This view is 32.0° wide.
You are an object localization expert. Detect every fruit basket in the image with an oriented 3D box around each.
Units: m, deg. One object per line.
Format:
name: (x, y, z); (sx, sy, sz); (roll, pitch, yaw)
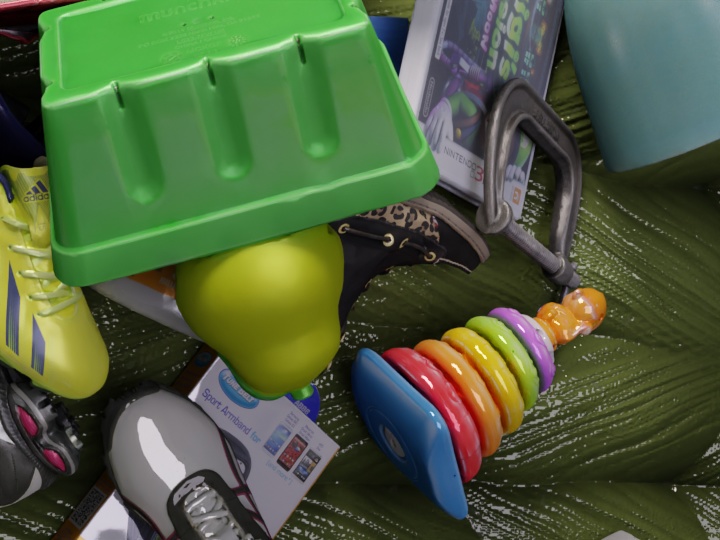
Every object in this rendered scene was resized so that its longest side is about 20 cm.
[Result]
fruit basket: (-0.062, -0.042, 0.660); (0.212, 0.156, 0.218); (-8, 131, -10)

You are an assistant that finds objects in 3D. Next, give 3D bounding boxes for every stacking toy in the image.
stacking toy: (0.100, 0.069, 0.910); (0.199, 0.110, 0.117); (-33, 134, -17)

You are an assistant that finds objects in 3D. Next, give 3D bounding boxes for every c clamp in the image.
c clamp: (0.132, -0.041, 0.942); (0.200, 0.027, 0.173); (39, 63, -53)

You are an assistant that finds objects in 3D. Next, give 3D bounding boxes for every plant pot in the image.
plant pot: (0.243, -0.190, 0.944); (0.199, 0.200, 0.163); (-30, 98, -23)

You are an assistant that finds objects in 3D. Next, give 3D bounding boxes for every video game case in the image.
video game case: (0.090, -0.155, 0.904); (0.181, 0.023, 0.203); (21, 80, -56)

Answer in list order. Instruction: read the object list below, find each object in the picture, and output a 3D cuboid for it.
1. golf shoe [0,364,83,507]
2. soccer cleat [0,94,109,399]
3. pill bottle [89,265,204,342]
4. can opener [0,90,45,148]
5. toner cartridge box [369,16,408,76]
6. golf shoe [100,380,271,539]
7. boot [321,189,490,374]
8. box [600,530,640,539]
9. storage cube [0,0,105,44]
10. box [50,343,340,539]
golf shoe: (-0.249, 0.055, 0.757); (0.087, 0.077, 0.202); (-31, 102, -7)
soccer cleat: (-0.193, -0.020, 0.709); (0.202, 0.083, 0.065); (62, 28, -6)
pill bottle: (-0.081, -0.062, 0.767); (0.115, 0.116, 0.202); (25, 87, -27)
can opener: (-0.174, -0.091, 0.753); (0.199, 0.064, 0.079); (-35, 133, 14)
toner cartridge box: (-0.060, -0.127, 0.862); (0.197, 0.043, 0.097); (-5, 95, -28)
golf shoe: (-0.090, 0.159, 0.792); (0.077, 0.088, 0.202); (-35, 108, -21)
boot: (0.000, 0.000, 0.883); (0.151, 0.073, 0.199); (-55, 146, 5)
box: (0.200, 0.318, 0.947); (0.198, 0.198, 0.132); (-22, 104, -24)
storage cube: (-0.212, -0.223, 0.693); (0.169, 0.179, 0.203); (-13, 101, -25)
box: (-0.103, 0.144, 0.861); (0.119, 0.041, 0.201); (44, 76, -24)
